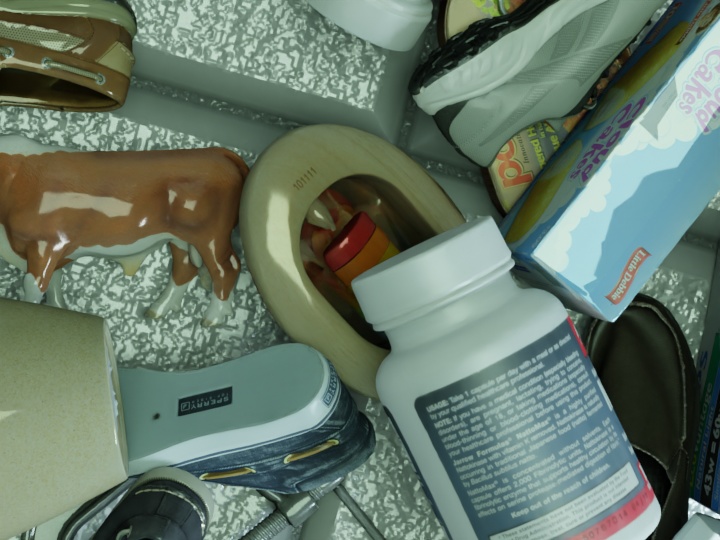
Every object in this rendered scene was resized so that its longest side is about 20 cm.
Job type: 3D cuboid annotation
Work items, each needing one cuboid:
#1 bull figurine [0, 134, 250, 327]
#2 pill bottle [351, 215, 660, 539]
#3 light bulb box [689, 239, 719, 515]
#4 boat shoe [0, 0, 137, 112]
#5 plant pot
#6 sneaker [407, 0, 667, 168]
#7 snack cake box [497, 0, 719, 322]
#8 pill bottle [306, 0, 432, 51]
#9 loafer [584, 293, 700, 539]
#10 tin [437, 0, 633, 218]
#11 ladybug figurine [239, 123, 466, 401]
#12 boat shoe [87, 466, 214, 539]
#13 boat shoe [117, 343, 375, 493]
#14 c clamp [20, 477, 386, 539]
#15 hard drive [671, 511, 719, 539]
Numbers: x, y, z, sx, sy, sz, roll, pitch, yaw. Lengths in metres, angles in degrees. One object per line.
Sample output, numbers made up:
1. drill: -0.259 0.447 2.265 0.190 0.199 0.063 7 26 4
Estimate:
1. bull figurine: -0.163 -0.027 1.241 0.200 0.065 0.122 -1 97 -8
2. pill bottle: 0.078 0.077 1.184 0.120 0.120 0.200 -26 94 -8
3. light bulb box: 0.290 0.064 1.258 0.125 0.200 0.198 11 91 -9
4. boat shoe: -0.229 -0.123 1.208 0.200 0.076 0.074 -2 71 -10
5. plant pot: -0.235 0.086 1.160 0.200 0.187 0.187 -8 95 -3
6. sneaker: 0.128 -0.136 1.253 0.200 0.074 0.079 -32 107 -1
7. snack cake box: 0.170 -0.069 1.235 0.067 0.115 0.200 39 86 -10
8. pill bottle: 0.043 -0.235 1.220 0.113 0.113 0.200 27 111 -10
9. loafer: 0.173 0.106 1.277 0.073 0.071 0.200 -6 72 13
10. tin: 0.116 -0.110 1.300 0.112 0.042 0.200 -20 96 -12
11. ladybug figurine: 0.000 0.000 1.257 0.136 0.072 0.200 -46 109 -21
12. boat shoe: -0.152 0.203 1.219 0.073 0.063 0.200 30 118 -7
13. boat shoe: -0.093 0.103 1.241 0.200 0.091 0.071 -10 53 20
14. c clamp: -0.100 0.165 1.281 0.200 0.027 0.171 -33 98 -7
15. hard drive: 0.183 0.240 1.274 0.132 0.027 0.200 21 111 -47
